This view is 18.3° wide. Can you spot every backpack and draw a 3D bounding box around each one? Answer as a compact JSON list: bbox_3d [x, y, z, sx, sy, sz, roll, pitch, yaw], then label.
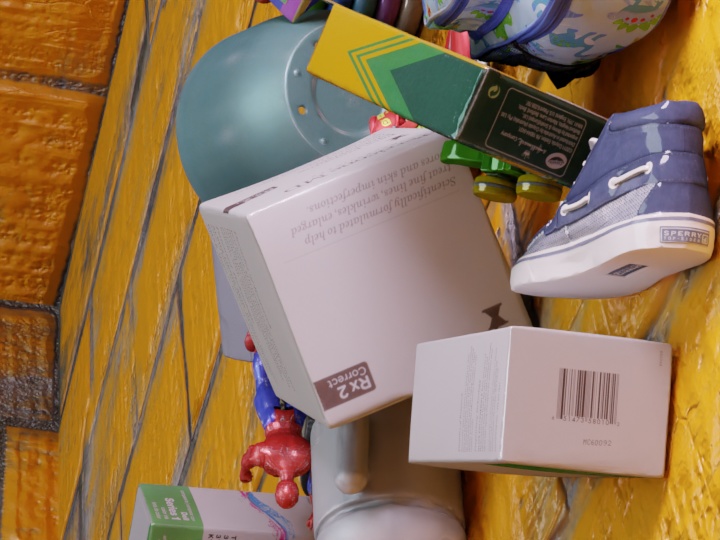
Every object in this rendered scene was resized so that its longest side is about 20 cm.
[{"bbox_3d":[0.120,-0.220,1.408,0.200,0.147,0.183,173,101,-73],"label":"backpack"}]

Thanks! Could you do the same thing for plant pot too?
[{"bbox_3d":[-0.038,-0.134,1.915,0.161,0.200,0.201,155,121,-64],"label":"plant pot"}]

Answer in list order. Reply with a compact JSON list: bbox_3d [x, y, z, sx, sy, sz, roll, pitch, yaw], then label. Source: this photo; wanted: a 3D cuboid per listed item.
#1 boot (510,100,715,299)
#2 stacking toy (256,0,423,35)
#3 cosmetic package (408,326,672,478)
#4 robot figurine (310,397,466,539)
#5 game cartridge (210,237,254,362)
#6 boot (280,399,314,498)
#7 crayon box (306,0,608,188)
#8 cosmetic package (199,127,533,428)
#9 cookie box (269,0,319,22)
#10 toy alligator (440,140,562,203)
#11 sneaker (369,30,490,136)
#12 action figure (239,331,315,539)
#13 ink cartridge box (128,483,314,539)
[{"bbox_3d":[0.153,-0.039,1.349,0.200,0.073,0.090,158,117,-63],"label":"boot"},{"bbox_3d":[-0.046,-0.255,1.974,0.085,0.200,0.085,-173,90,-76],"label":"stacking toy"},{"bbox_3d":[0.107,0.084,1.385,0.200,0.108,0.085,155,120,-75],"label":"cosmetic package"},{"bbox_3d":[0.021,0.169,1.672,0.170,0.113,0.200,51,-152,-47],"label":"robot figurine"},{"bbox_3d":[-0.042,0.020,1.873,0.200,0.042,0.133,7,114,36],"label":"game cartridge"},{"bbox_3d":[-0.028,0.089,2.004,0.151,0.073,0.200,-118,32,-67],"label":"boot"},{"bbox_3d":[0.056,-0.113,1.427,0.200,0.126,0.052,31,99,50],"label":"crayon box"},{"bbox_3d":[0.000,0.000,1.624,0.165,0.165,0.200,68,168,-8],"label":"cosmetic package"},{"bbox_3d":[0.006,-0.320,1.834,0.200,0.075,0.171,-41,-7,-28],"label":"cookie box"},{"bbox_3d":[0.134,-0.074,1.464,0.200,0.054,0.059,1,77,50],"label":"toy alligator"},{"bbox_3d":[0.051,-0.115,1.734,0.077,0.085,0.200,-87,10,-61],"label":"sneaker"},{"bbox_3d":[-0.064,0.137,1.794,0.200,0.065,0.099,-96,12,-55],"label":"action figure"},{"bbox_3d":[-0.102,0.272,1.932,0.084,0.200,0.145,-126,45,-66],"label":"ink cartridge box"}]
